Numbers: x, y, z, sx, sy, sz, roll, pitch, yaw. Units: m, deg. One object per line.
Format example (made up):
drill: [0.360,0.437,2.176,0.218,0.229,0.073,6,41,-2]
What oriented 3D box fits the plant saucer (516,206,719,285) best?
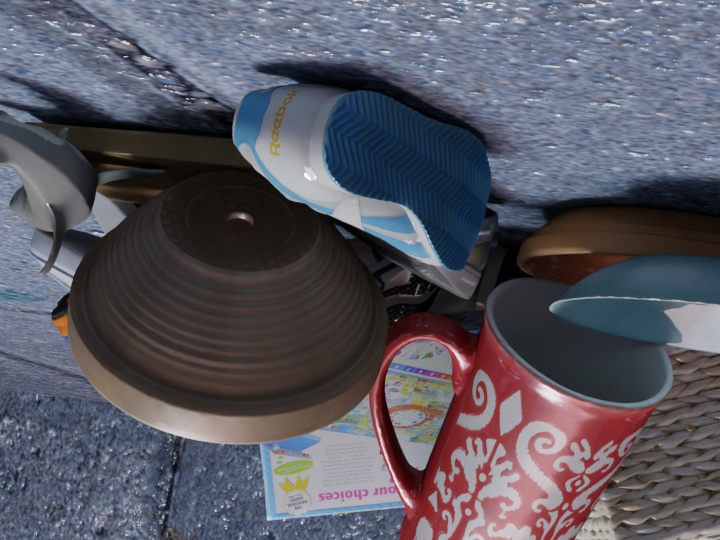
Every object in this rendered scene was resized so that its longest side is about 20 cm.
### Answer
plant saucer: [0.204,-0.008,1.474,0.199,0.038,0.200,9,172,1]

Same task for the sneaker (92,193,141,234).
sneaker: [-0.103,-0.020,1.622,0.200,0.099,0.071,42,161,-10]

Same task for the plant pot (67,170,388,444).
plant pot: [-0.077,0.005,1.367,0.200,0.201,0.093,9,130,-2]

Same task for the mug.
mug: [0.093,0.112,1.513,0.177,0.200,0.133,34,-148,18]

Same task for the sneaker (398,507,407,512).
sneaker: [0.073,0.168,1.663,0.200,0.071,0.098,35,174,-26]

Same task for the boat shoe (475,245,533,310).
boat shoe: [0.135,0.033,1.694,0.067,0.072,0.200,11,170,13]

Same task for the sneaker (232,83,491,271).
sneaker: [0.008,-0.057,1.255,0.081,0.077,0.200,12,168,34]

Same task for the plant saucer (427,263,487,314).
plant saucer: [0.023,0.063,1.685,0.200,0.050,0.200,-35,173,-5]

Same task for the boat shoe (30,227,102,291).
boat shoe: [-0.139,0.037,1.459,0.200,0.066,0.074,30,-167,18]

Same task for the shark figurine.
shark figurine: [-0.205,-0.046,1.366,0.128,0.090,0.214,4,166,19]

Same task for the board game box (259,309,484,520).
board game box: [0.026,0.101,1.587,0.199,0.135,0.034,-5,-159,-2]

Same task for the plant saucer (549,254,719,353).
plant saucer: [0.218,0.020,1.387,0.200,0.039,0.201,9,172,1]

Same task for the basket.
basket: [0.230,0.117,1.651,0.199,0.161,0.198,-12,176,-10]

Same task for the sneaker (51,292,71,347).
sneaker: [-0.111,0.018,1.549,0.199,0.079,0.075,-24,-164,-5]

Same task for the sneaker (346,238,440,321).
sneaker: [0.000,0.000,1.526,0.080,0.074,0.200,30,-153,22]

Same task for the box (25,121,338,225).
box: [-0.099,-0.062,1.463,0.199,0.021,0.163,7,171,16]

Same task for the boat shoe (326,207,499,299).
boat shoe: [0.033,-0.039,1.394,0.074,0.065,0.202,27,176,30]
